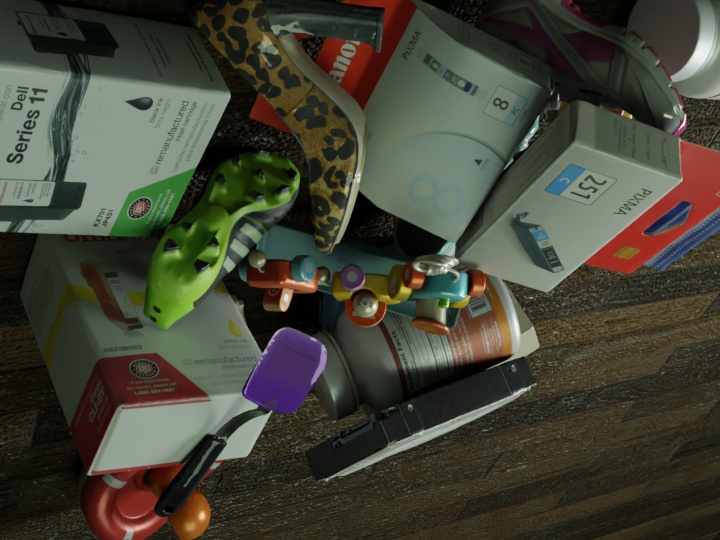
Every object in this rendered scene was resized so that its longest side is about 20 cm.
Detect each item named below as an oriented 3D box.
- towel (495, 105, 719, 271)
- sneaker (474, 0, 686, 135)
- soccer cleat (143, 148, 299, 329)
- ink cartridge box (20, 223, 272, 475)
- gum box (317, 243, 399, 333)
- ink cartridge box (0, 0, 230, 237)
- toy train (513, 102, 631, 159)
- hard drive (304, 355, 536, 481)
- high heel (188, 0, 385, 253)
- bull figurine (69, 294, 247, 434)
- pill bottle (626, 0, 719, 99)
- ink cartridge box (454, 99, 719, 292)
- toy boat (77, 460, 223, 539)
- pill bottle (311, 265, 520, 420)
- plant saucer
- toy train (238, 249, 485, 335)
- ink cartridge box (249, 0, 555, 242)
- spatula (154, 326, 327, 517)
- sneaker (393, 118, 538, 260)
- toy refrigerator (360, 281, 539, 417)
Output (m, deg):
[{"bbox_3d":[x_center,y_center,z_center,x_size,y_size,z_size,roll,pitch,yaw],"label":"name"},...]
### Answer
[{"bbox_3d":[0.212,-0.059,0.920,0.198,0.024,0.145,18,147,-19],"label":"towel"},{"bbox_3d":[0.171,-0.160,0.902,0.088,0.200,0.081,-50,161,2],"label":"sneaker"},{"bbox_3d":[-0.115,-0.031,0.907,0.200,0.067,0.081,-52,177,-47],"label":"soccer cleat"},{"bbox_3d":[-0.175,0.055,0.909,0.144,0.201,0.084,-1,134,-37],"label":"ink cartridge box"},{"bbox_3d":[0.051,0.035,1.204,0.198,0.045,0.171,-19,144,-19],"label":"gum box"},{"bbox_3d":[-0.213,-0.103,0.778,0.199,0.083,0.147,0,135,-39],"label":"ink cartridge box"},{"bbox_3d":[0.148,-0.120,0.962,0.150,0.056,0.201,35,96,-15],"label":"toy train"},{"bbox_3d":[0.060,0.145,1.093,0.199,0.038,0.140,-14,165,-38],"label":"hard drive"},{"bbox_3d":[-0.063,-0.113,0.846,0.141,0.072,0.202,8,115,0],"label":"high heel"},{"bbox_3d":[-0.187,0.098,1.073,0.199,0.065,0.122,-16,138,-29],"label":"bull figurine"},{"bbox_3d":[0.347,-0.217,1.055,0.199,0.113,0.113,-3,137,-36],"label":"pill bottle"},{"bbox_3d":[0.194,-0.042,0.892,0.175,0.045,0.200,15,150,-15],"label":"ink cartridge box"},{"bbox_3d":[-0.198,0.222,1.166,0.200,0.131,0.130,-44,144,18],"label":"toy boat"},{"bbox_3d":[0.048,0.070,1.107,0.198,0.113,0.113,-22,146,-13],"label":"pill bottle"},{"bbox_3d":[0.000,0.000,1.037,0.198,0.019,0.070,17,136,3],"label":"plant saucer"},{"bbox_3d":[0.002,0.020,0.942,0.198,0.056,0.150,1,173,29],"label":"toy train"},{"bbox_3d":[0.026,-0.129,0.875,0.199,0.047,0.161,23,128,-10],"label":"ink cartridge box"},{"bbox_3d":[-0.097,0.123,0.855,0.056,0.021,0.200,25,117,-36],"label":"spatula"},{"bbox_3d":[0.113,-0.091,1.079,0.201,0.078,0.140,-53,163,9],"label":"sneaker"},{"bbox_3d":[0.089,0.097,1.215,0.199,0.070,0.076,-32,155,2],"label":"toy refrigerator"}]
